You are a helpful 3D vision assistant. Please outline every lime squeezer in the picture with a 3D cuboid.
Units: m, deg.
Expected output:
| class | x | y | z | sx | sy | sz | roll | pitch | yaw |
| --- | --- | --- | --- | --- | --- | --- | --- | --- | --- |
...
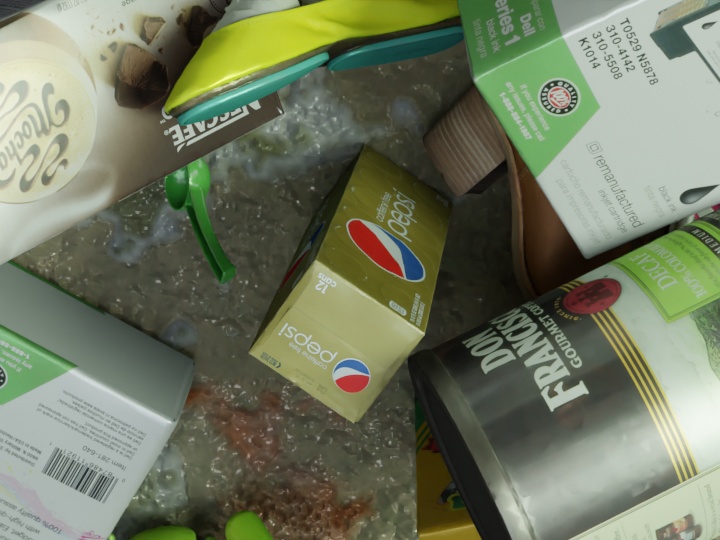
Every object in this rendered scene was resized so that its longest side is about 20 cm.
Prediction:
| class | x | y | z | sx | sy | sz | roll | pitch | yaw |
| --- | --- | --- | --- | --- | --- | --- | --- | --- | --- |
| lime squeezer | -0.134 | -0.057 | 0.898 | 0.200 | 0.071 | 0.038 | 34 | 141 | 18 |

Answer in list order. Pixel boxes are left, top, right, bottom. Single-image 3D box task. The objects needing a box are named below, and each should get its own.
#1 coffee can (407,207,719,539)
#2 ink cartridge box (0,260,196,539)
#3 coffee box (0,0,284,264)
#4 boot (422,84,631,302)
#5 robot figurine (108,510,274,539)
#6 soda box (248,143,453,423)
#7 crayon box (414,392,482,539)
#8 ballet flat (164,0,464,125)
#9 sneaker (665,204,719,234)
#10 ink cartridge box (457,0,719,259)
| class | x | y | z | sx | sy | sz | roll | pitch | yaw |
| --- | --- | --- | --- | --- | --- | --- | --- | --- | --- |
| coffee can | 0.143 | 0.066 | 0.763 | 0.199 | 0.146 | 0.147 | -26 | 113 | -5 |
| ink cartridge box | -0.215 | 0.117 | 0.963 | 0.144 | 0.084 | 0.201 | 29 | 112 | -9 |
| coffee box | -0.153 | -0.095 | 0.814 | 0.199 | 0.080 | 0.114 | -30 | 115 | -26 |
| boot | 0.146 | -0.048 | 0.865 | 0.154 | 0.074 | 0.200 | -37 | 93 | 23 |
| robot figurine | -0.092 | 0.241 | 1.000 | 0.199 | 0.116 | 0.176 | 28 | 111 | -10 |
| soda box | 0.000 | 0.000 | 0.841 | 0.068 | 0.200 | 0.064 | 34 | 111 | -6 |
| crayon box | 0.097 | 0.120 | 0.895 | 0.126 | 0.200 | 0.051 | -12 | 115 | 7 |
| ballet flat | -0.028 | -0.131 | 0.815 | 0.067 | 0.199 | 0.067 | -21 | 90 | 56 |
| sneaker | 0.239 | -0.028 | 0.852 | 0.083 | 0.121 | 0.201 | -8 | 117 | -23 |
| ink cartridge box | 0.166 | -0.112 | 0.739 | 0.199 | 0.085 | 0.146 | -24 | 134 | 18 |
